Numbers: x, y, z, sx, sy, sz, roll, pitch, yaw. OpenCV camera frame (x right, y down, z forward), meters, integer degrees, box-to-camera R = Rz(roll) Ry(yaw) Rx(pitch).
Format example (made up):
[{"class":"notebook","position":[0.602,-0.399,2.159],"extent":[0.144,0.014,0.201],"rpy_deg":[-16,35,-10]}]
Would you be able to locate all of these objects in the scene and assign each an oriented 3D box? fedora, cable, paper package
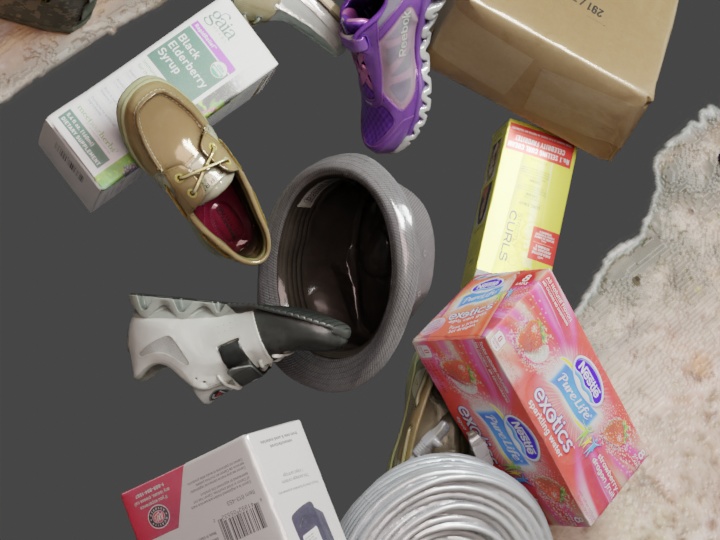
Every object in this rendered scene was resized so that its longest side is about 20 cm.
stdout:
[{"class":"fedora","position":[0.000,0.000,1.709],"extent":[0.090,0.176,0.202],"rpy_deg":[-2,99,-49]},{"class":"cable","position":[0.070,0.254,1.655],"extent":[0.200,0.069,0.200],"rpy_deg":[-40,104,-6]},{"class":"paper package","position":[0.177,-0.231,1.803],"extent":[0.199,0.104,0.191],"rpy_deg":[27,51,-6]}]

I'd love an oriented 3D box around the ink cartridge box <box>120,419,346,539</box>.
[{"class":"ink cartridge box","position":[-0.086,0.243,1.601],"extent":[0.084,0.144,0.201],"rpy_deg":[-9,75,-58]}]

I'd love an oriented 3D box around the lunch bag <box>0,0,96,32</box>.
[{"class":"lunch bag","position":[-0.294,-0.299,1.686],"extent":[0.118,0.164,0.200],"rpy_deg":[-42,88,-22]}]

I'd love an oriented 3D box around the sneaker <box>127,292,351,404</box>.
[{"class":"sneaker","position":[-0.102,0.069,1.667],"extent":[0.198,0.074,0.089],"rpy_deg":[3,87,22]}]

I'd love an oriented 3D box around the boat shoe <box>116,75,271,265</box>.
[{"class":"boat shoe","position":[-0.131,-0.081,1.665],"extent":[0.074,0.066,0.200],"rpy_deg":[-46,131,-11]}]

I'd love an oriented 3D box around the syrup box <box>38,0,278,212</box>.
[{"class":"syrup box","position":[-0.174,-0.144,1.721],"extent":[0.200,0.081,0.079],"rpy_deg":[-38,89,-19]}]

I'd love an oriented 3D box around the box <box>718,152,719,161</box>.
[{"class":"box","position":[0.429,-0.033,1.873],"extent":[0.136,0.039,0.202],"rpy_deg":[-11,78,-18]}]

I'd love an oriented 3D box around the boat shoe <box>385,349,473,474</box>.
[{"class":"boat shoe","position":[0.068,0.152,1.714],"extent":[0.073,0.063,0.202],"rpy_deg":[13,74,-12]}]

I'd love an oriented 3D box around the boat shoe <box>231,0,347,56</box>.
[{"class":"boat shoe","position":[-0.094,-0.250,1.781],"extent":[0.200,0.075,0.069],"rpy_deg":[38,81,-1]}]

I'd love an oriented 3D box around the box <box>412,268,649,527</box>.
[{"class":"box","position":[0.146,0.109,1.687],"extent":[0.103,0.094,0.201],"rpy_deg":[-43,113,-34]}]

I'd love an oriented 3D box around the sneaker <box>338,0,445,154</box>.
[{"class":"sneaker","position":[0.017,-0.198,1.744],"extent":[0.088,0.080,0.202],"rpy_deg":[-8,119,-34]}]

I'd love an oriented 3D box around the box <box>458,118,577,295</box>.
[{"class":"box","position":[0.139,-0.029,1.789],"extent":[0.075,0.050,0.202],"rpy_deg":[18,71,-10]}]
